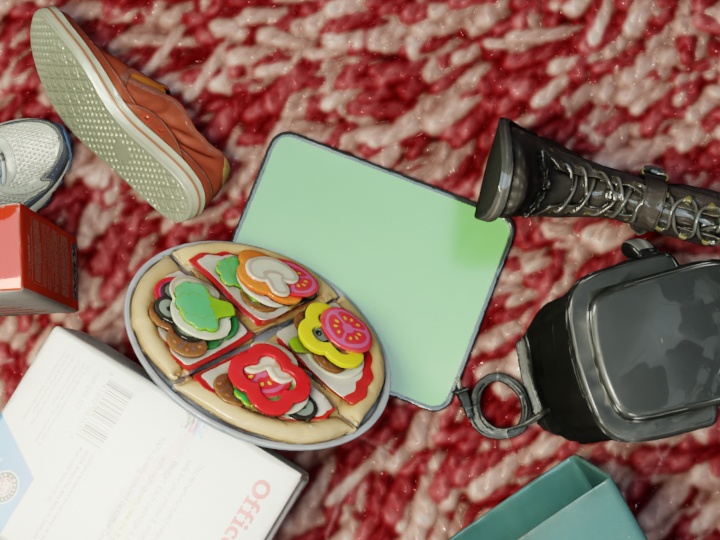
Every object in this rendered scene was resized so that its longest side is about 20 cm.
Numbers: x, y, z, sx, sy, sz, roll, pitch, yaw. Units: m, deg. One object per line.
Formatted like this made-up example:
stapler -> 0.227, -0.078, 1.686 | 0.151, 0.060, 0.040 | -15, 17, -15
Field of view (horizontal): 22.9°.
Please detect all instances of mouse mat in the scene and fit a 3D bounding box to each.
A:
mouse mat -> 0.000, 0.000, 1.337 | 0.200, 0.008, 0.161 | 21, 85, 2

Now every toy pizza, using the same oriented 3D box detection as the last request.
toy pizza -> -0.067, 0.044, 1.249 | 0.200, 0.200, 0.032 | 31, 127, 4

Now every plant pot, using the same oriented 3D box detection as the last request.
plant pot -> 0.160, 0.256, 1.249 | 0.141, 0.141, 0.200 | -35, 92, -2

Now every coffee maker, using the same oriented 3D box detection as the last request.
coffee maker -> 0.177, 0.069, 1.230 | 0.192, 0.200, 0.135 | -37, 85, -4

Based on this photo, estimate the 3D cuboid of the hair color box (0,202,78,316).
hair color box -> -0.265, -0.003, 1.243 | 0.101, 0.200, 0.061 | -3, 84, 0

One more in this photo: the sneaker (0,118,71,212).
sneaker -> -0.309, -0.059, 1.308 | 0.200, 0.085, 0.077 | -23, 85, -2

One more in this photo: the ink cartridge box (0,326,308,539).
ink cartridge box -> -0.157, 0.154, 1.254 | 0.200, 0.145, 0.147 | 32, 86, 4

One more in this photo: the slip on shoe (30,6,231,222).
slip on shoe -> -0.175, -0.122, 1.329 | 0.200, 0.074, 0.061 | 45, 52, 10

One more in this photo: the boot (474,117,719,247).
boot -> 0.177, -0.055, 1.253 | 0.174, 0.200, 0.069 | 16, 104, 9
